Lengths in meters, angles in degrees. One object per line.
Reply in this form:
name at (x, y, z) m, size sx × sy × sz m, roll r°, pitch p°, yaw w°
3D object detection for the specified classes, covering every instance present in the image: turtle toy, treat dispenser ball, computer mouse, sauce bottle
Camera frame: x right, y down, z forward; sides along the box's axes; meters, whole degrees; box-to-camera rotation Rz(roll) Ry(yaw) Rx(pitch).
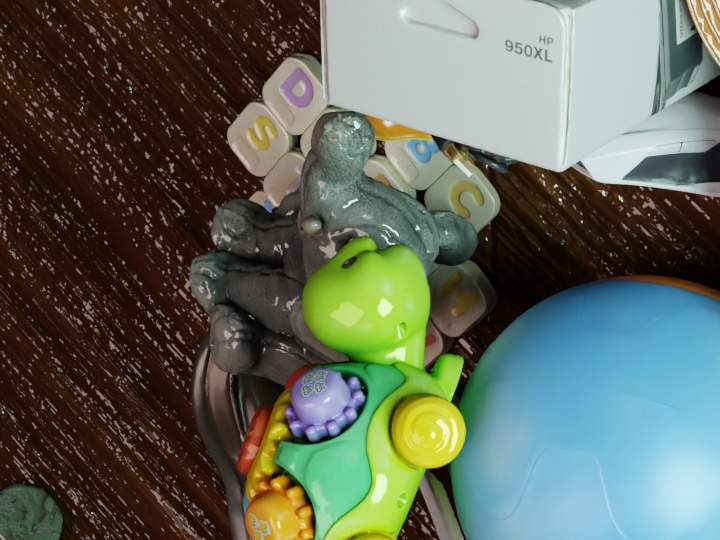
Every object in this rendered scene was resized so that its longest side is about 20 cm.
turtle toy at (-0.005, 0.083, 1.093) m, size 0.101 × 0.146 × 0.200 m, roll 21°, pitch 87°, yaw -4°
treat dispenser ball at (0.148, 0.102, 1.099) m, size 0.201 × 0.201 × 0.201 m, roll 20°, pitch 124°, yaw 32°
computer mouse at (0.129, -0.073, 1.056) m, size 0.110 × 0.200 × 0.044 m, roll -120°, pitch 37°, yaw -66°
sauce bottle at (-0.302, 0.241, 1.657) m, size 0.065 × 0.065 × 0.200 m, roll 50°, pitch 133°, yaw 8°

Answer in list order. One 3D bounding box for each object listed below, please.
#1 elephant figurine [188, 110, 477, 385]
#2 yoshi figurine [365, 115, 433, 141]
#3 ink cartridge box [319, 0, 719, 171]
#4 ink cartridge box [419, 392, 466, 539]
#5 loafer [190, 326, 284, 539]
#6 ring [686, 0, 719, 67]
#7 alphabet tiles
elephant figurine at (0.000, 0.000, 1.194) m, size 0.200 × 0.155 × 0.142 m, roll -21°, pitch 74°, yaw 52°
yoshi figurine at (0.017, -0.177, 1.135) m, size 0.112 × 0.112 × 0.200 m, roll 28°, pitch 125°, yaw 35°
ink cartridge box at (0.094, -0.133, 1.022) m, size 0.145 × 0.200 × 0.084 m, roll 19°, pitch 123°, yaw 33°
ink cartridge box at (0.077, 0.163, 1.221) m, size 0.200 × 0.050 × 0.162 m, roll -140°, pitch 29°, yaw -78°
loafer at (-0.055, 0.118, 1.386) m, size 0.071 × 0.073 × 0.200 m, roll 0°, pitch 117°, yaw 29°
ring at (0.244, -0.151, 0.939) m, size 0.200 × 0.019 × 0.201 m, roll 2°, pitch 110°, yaw 5°
alphabet tiles at (-0.002, -0.034, 1.290) m, size 0.200 × 0.015 × 0.196 m, roll 53°, pitch 135°, yaw 7°
